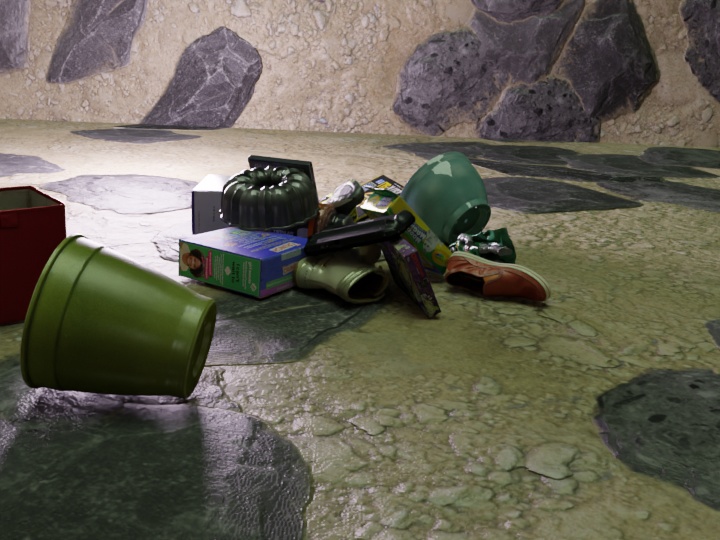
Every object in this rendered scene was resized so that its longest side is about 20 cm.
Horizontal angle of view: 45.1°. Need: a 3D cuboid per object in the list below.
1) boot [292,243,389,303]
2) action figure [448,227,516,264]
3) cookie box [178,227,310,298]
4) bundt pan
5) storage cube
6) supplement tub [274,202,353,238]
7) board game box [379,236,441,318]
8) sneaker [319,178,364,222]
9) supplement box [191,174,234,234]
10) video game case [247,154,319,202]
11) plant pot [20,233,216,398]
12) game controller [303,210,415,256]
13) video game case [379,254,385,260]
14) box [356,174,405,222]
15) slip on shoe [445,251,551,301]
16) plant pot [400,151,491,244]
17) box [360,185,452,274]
[{"bbox_3d":[0.000,0.000,1.547,0.200,0.072,0.154,-21,26,-40],"label":"boot"},{"bbox_3d":[0.230,-0.033,1.677,0.054,0.119,0.200,-18,15,-21],"label":"action figure"},{"bbox_3d":[-0.203,-0.021,1.582,0.199,0.076,0.171,12,19,33],"label":"cookie box"},{"bbox_3d":[-0.180,-0.150,1.697,0.201,0.076,0.202,-2,26,1],"label":"bundt pan"},{"bbox_3d":[-0.571,-0.025,1.363,0.199,0.181,0.171,-10,20,-38],"label":"storage cube"},{"bbox_3d":[-0.117,-0.090,1.773,0.199,0.107,0.107,8,17,20],"label":"supplement tub"},{"bbox_3d":[0.078,-0.005,1.494,0.032,0.120,0.200,-29,22,-5],"label":"board game box"},{"bbox_3d":[-0.031,-0.132,1.833,0.075,0.085,0.200,-51,15,-21],"label":"sneaker"},{"bbox_3d":[-0.314,-0.149,1.956,0.103,0.102,0.200,2,17,-1],"label":"supplement box"},{"bbox_3d":[-0.153,-0.149,1.827,0.142,0.201,0.019,9,42,20],"label":"video game case"},{"bbox_3d":[-0.290,0.075,1.089,0.192,0.201,0.200,15,17,1],"label":"plant pot"},{"bbox_3d":[-0.002,-0.064,1.515,0.199,0.042,0.104,-9,11,32],"label":"game controller"},{"bbox_3d":[0.047,-0.056,1.841,0.199,0.018,0.143,-13,22,-41],"label":"video game case"},{"bbox_3d":[0.023,-0.151,1.999,0.159,0.050,0.200,-26,23,-9],"label":"box"},{"bbox_3d":[0.242,0.022,1.545,0.199,0.074,0.061,17,55,24],"label":"slip on shoe"},{"bbox_3d":[0.198,-0.138,1.881,0.200,0.201,0.134,-11,48,-38],"label":"plant pot"},{"bbox_3d":[0.082,-0.080,1.628,0.048,0.200,0.117,-47,22,-10],"label":"box"}]
